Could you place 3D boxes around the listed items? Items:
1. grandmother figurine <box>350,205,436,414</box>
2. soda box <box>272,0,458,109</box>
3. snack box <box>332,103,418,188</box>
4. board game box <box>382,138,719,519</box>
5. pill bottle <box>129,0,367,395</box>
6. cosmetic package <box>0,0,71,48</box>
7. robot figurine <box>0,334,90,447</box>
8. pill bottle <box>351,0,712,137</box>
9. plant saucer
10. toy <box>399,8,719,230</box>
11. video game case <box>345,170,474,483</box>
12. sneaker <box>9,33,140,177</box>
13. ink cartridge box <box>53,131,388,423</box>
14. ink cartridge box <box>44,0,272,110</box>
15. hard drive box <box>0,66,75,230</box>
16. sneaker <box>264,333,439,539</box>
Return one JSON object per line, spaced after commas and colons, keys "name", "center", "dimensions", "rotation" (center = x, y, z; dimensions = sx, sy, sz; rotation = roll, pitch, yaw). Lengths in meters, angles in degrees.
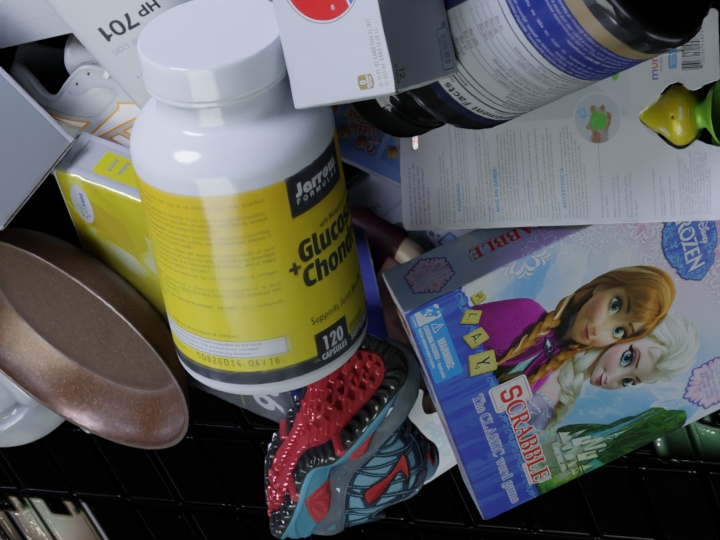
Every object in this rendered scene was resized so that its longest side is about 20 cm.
{"name": "grandmother figurine", "center": [0.000, 0.000, 1.525], "dimensions": [0.121, 0.061, 0.200], "rotation": [-27, 114, 35]}
{"name": "soda box", "center": [-0.011, -0.188, 1.271], "dimensions": [0.068, 0.064, 0.201], "rotation": [-7, 98, 36]}
{"name": "snack box", "center": [0.066, -0.068, 1.481], "dimensions": [0.199, 0.024, 0.072], "rotation": [25, 124, -2]}
{"name": "board game box", "center": [0.133, 0.037, 1.486], "dimensions": [0.199, 0.041, 0.201], "rotation": [-26, 134, -3]}
{"name": "pill bottle", "center": [-0.063, -0.041, 1.345], "dimensions": [0.111, 0.112, 0.201], "rotation": [5, 126, 22]}
{"name": "cosmetic package", "center": [-0.225, -0.203, 1.465], "dimensions": [0.199, 0.052, 0.151], "rotation": [-8, 136, 35]}
{"name": "robot figurine", "center": [-0.268, 0.046, 1.746], "dimensions": [0.200, 0.113, 0.170], "rotation": [48, 177, -30]}
{"name": "pill bottle", "center": [0.081, -0.141, 1.326], "dimensions": [0.112, 0.112, 0.199], "rotation": [42, 140, -25]}
{"name": "plant saucer", "center": [-0.185, 0.036, 1.591], "dimensions": [0.200, 0.037, 0.201], "rotation": [27, 152, 16]}
{"name": "toy", "center": [0.118, -0.084, 1.412], "dimensions": [0.199, 0.047, 0.116], "rotation": [-1, 93, 32]}
{"name": "video game case", "center": [0.037, 0.030, 1.585], "dimensions": [0.182, 0.024, 0.200], "rotation": [-36, 112, 29]}
{"name": "sneaker", "center": [-0.135, -0.109, 1.518], "dimensions": [0.199, 0.076, 0.092], "rotation": [-5, 131, 31]}
{"name": "ink cartridge box", "center": [-0.078, 0.018, 1.530], "dimensions": [0.199, 0.047, 0.198], "rotation": [22, 148, 26]}
{"name": "ink cartridge box", "center": [-0.115, -0.204, 1.338], "dimensions": [0.146, 0.086, 0.200], "rotation": [-27, 124, 19]}
{"name": "hard drive box", "center": [-0.292, -0.112, 1.500], "dimensions": [0.200, 0.077, 0.156], "rotation": [46, 158, -21]}
{"name": "sneaker", "center": [0.007, 0.098, 1.526], "dimensions": [0.095, 0.080, 0.200], "rotation": [2, 150, -21]}
